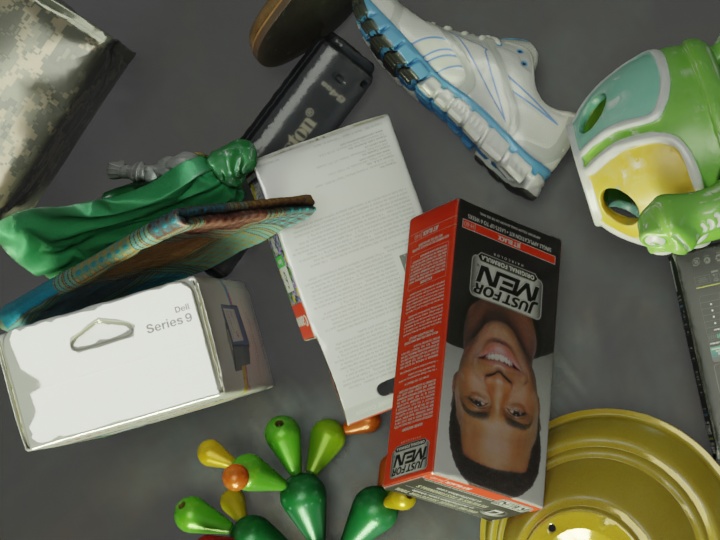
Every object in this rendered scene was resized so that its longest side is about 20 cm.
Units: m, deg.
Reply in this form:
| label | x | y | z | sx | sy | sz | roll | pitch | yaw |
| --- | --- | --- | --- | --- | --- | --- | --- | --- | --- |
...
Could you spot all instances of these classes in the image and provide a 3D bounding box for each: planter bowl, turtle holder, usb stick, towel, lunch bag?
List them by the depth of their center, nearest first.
| label | x | y | z | sx | sy | sz | roll | pitch | yaw |
| --- | --- | --- | --- | --- | --- | --- | --- | --- | --- |
| turtle holder | 0.218 | -0.069 | 1.405 | 0.131 | 0.141 | 0.187 | -16 | 57 | 7 |
| planter bowl | 0.165 | 0.201 | 1.409 | 0.199 | 0.083 | 0.202 | 2 | 96 | 22 |
| towel | -0.143 | -0.005 | 1.414 | 0.199 | 0.146 | 0.022 | -26 | 80 | 38 |
| lunch bag | -0.297 | -0.152 | 1.500 | 0.199 | 0.118 | 0.165 | 33 | 92 | 3 |
| usb stick | -0.065 | -0.084 | 1.505 | 0.055 | 0.033 | 0.200 | 37 | 91 | -13 |

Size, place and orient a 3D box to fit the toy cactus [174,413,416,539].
| label | x | y | z | sx | sy | sz | roll | pitch | yaw |
| --- | --- | --- | --- | --- | --- | --- | --- | --- | --- |
| toy cactus | -0.031 | 0.184 | 1.466 | 0.198 | 0.102 | 0.166 | -16 | 94 | -3 |

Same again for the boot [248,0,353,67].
| label | x | y | z | sx | sy | sz | roll | pitch | yaw |
| --- | --- | --- | --- | --- | --- | --- | --- | --- | --- |
| boot | -0.028 | -0.241 | 1.503 | 0.075 | 0.074 | 0.201 | 34 | 84 | 23 |

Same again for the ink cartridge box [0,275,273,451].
| label | x | y | z | sx | sy | sz | roll | pitch | yaw |
| --- | --- | --- | --- | --- | --- | --- | --- | --- | --- |
| ink cartridge box | -0.153 | 0.064 | 1.426 | 0.144 | 0.200 | 0.088 | -17 | 85 | 5 |

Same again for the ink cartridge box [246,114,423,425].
| label | x | y | z | sx | sy | sz | roll | pitch | yaw |
| --- | --- | --- | --- | --- | --- | --- | --- | --- | --- |
| ink cartridge box | 0.000 | 0.000 | 1.471 | 0.108 | 0.050 | 0.201 | -19 | 89 | -13 |

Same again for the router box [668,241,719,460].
| label | x | y | z | sx | sy | sz | roll | pitch | yaw |
| --- | --- | --- | --- | --- | --- | --- | --- | --- | --- |
| router box | 0.330 | 0.041 | 1.435 | 0.198 | 0.062 | 0.151 | -12 | 84 | 6 |

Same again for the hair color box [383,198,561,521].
| label | x | y | z | sx | sy | sz | roll | pitch | yaw |
| --- | --- | --- | --- | --- | --- | --- | --- | --- | --- |
| hair color box | 0.080 | 0.063 | 1.414 | 0.101 | 0.061 | 0.202 | 19 | 65 | -31 |

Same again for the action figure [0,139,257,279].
| label | x | y | z | sx | sy | sz | roll | pitch | yaw |
| --- | --- | --- | --- | --- | --- | --- | --- | --- | --- |
| action figure | -0.156 | -0.045 | 1.460 | 0.199 | 0.118 | 0.055 | -22 | 56 | 24 |

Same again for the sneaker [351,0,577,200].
| label | x | y | z | sx | sy | sz | roll | pitch | yaw |
| --- | --- | --- | --- | --- | --- | --- | --- | --- | --- |
| sneaker | 0.080 | -0.148 | 1.482 | 0.200 | 0.075 | 0.087 | 44 | 85 | 0 |
